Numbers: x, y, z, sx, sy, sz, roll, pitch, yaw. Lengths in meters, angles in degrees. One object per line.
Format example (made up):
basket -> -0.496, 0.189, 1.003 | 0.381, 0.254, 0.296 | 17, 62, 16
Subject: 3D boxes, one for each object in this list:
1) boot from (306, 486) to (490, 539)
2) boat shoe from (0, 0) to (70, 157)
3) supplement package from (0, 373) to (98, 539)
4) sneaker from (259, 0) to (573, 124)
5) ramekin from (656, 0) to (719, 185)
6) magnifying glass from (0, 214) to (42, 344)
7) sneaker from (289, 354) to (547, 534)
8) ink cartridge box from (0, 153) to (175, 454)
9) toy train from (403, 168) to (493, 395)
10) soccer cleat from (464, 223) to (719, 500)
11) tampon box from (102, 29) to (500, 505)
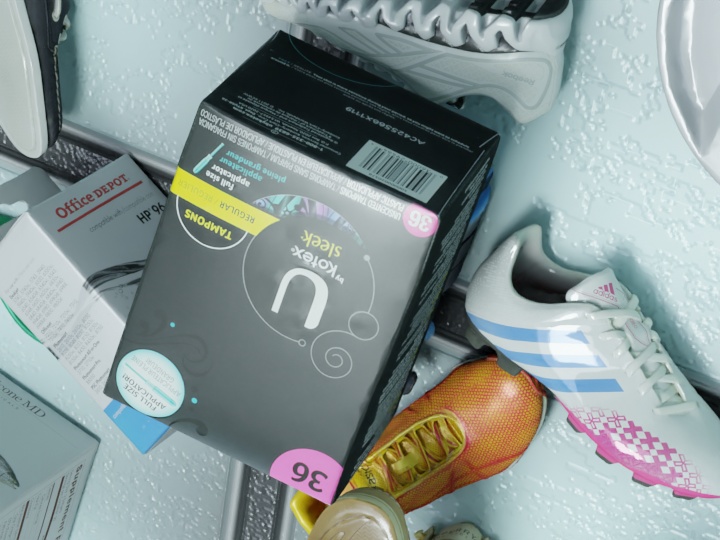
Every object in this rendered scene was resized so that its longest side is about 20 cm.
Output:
boot -> 0.030, 0.189, 1.561 | 0.073, 0.155, 0.201 | 12, 124, 26
boat shoe -> -0.214, -0.173, 1.616 | 0.074, 0.060, 0.201 | 6, 114, 51
supplement package -> -0.291, 0.168, 1.727 | 0.117, 0.200, 0.118 | 32, 125, 16
sneaker -> 0.028, -0.136, 1.477 | 0.199, 0.075, 0.081 | 15, 127, 27
ramekin -> 0.262, -0.121, 1.317 | 0.202, 0.094, 0.203 | 13, 118, 27
magnifying glass -> -0.249, -0.021, 1.732 | 0.200, 0.022, 0.080 | 38, 126, 10
sneaker -> 0.039, 0.118, 1.576 | 0.200, 0.077, 0.073 | -39, 86, 36
ink cartridge box -> -0.158, 0.004, 1.623 | 0.200, 0.116, 0.068 | 47, 127, 5
toy train -> 0.000, 0.000, 1.544 | 0.114, 0.087, 0.200 | 29, 123, 12
soccer cleat -> 0.148, 0.052, 1.481 | 0.200, 0.070, 0.086 | 37, 126, 14
tampon box -> -0.033, -0.002, 1.434 | 0.149, 0.126, 0.201 | 25, 119, 9
